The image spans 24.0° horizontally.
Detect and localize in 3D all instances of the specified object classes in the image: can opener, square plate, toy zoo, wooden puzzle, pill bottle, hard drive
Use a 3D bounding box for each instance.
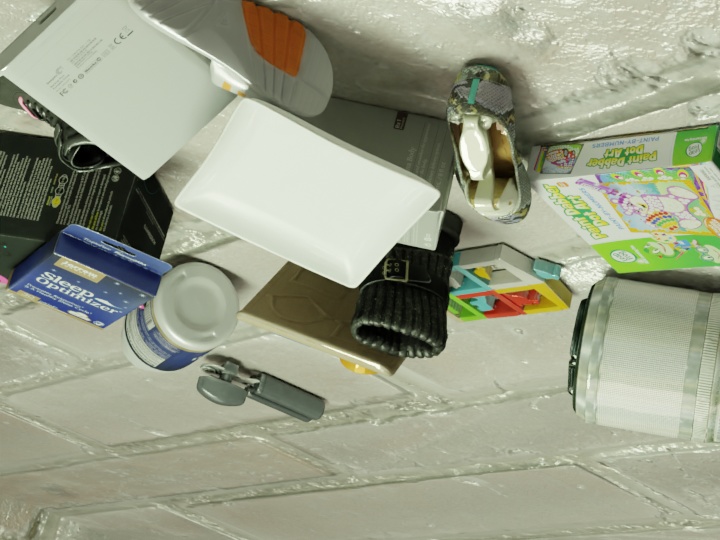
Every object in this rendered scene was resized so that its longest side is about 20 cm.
[{"bbox_3d":[-0.147,0.184,2.420,0.199,0.067,0.053,26,155,-25],"label":"can opener"},{"bbox_3d":[-0.051,-0.073,1.560,0.197,0.029,0.200,25,145,-12],"label":"square plate"},{"bbox_3d":[0.147,0.015,1.913,0.199,0.021,0.131,-8,148,44],"label":"toy zoo"},{"bbox_3d":[-0.020,0.052,1.875,0.184,0.200,0.046,20,119,14],"label":"wooden puzzle"},{"bbox_3d":[-0.237,0.067,2.146,0.111,0.112,0.200,22,157,-18],"label":"pill bottle"},{"bbox_3d":[-0.223,-0.181,1.576,0.132,0.027,0.200,-41,135,11],"label":"hard drive"}]

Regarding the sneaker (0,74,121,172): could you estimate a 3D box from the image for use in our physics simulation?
[{"bbox_3d":[-0.303,-0.153,1.691,0.199,0.100,0.071,4,157,26],"label":"sneaker"}]

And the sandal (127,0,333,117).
[{"bbox_3d":[-0.118,-0.204,1.504,0.206,0.079,0.059,30,155,-14],"label":"sandal"}]

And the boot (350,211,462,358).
[{"bbox_3d":[0.001,-0.001,1.784,0.210,0.159,0.080,12,157,6],"label":"boot"}]

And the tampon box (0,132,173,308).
[{"bbox_3d":[-0.334,-0.057,1.896,0.199,0.127,0.150,9,157,13],"label":"tampon box"}]

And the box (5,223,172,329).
[{"bbox_3d":[-0.294,0.009,1.821,0.121,0.033,0.200,25,154,-21],"label":"box"}]

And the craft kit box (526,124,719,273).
[{"bbox_3d":[0.291,-0.064,1.618,0.197,0.049,0.200,-1,152,39],"label":"craft kit box"}]

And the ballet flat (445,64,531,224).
[{"bbox_3d":[0.114,-0.096,1.552,0.072,0.072,0.201,6,140,20],"label":"ballet flat"}]

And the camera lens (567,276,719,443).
[{"bbox_3d":[0.328,0.097,1.813,0.199,0.161,0.160,9,157,13],"label":"camera lens"}]

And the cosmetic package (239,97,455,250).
[{"bbox_3d":[-0.010,-0.100,1.631,0.199,0.107,0.090,12,154,2],"label":"cosmetic package"}]
